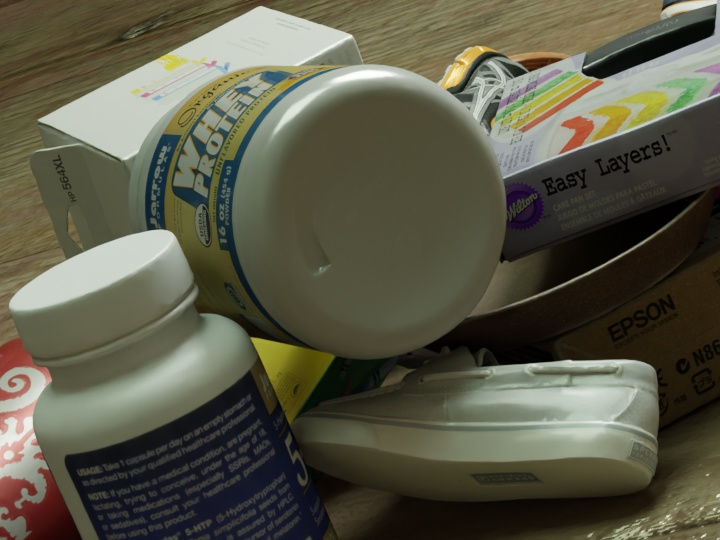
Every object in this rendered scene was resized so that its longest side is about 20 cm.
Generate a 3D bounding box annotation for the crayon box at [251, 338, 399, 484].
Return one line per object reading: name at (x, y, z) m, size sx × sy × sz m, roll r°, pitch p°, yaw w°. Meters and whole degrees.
crayon box at (-0.027, 0.008, 1.675) m, size 0.119 × 0.058 × 0.200 m, roll 28°, pitch 80°, yaw 33°

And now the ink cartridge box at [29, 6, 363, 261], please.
ink cartridge box at (-0.096, -0.059, 1.856) m, size 0.200 × 0.129 × 0.125 m, roll -30°, pitch 27°, yaw -22°

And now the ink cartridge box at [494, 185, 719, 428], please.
ink cartridge box at (0.167, 0.013, 1.601) m, size 0.200 × 0.075 × 0.165 m, roll -28°, pitch 16°, yaw -15°

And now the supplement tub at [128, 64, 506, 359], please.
supplement tub at (-0.029, -0.033, 1.519) m, size 0.145 × 0.145 × 0.200 m, roll -28°, pitch 14°, yaw -21°

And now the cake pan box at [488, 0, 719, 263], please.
cake pan box at (0.160, -0.086, 1.576) m, size 0.184 × 0.052 × 0.200 m, roll -18°, pitch 17°, yaw 16°

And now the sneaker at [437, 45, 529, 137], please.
sneaker at (0.078, -0.087, 1.862) m, size 0.077 × 0.078 × 0.200 m, roll 14°, pitch 22°, yaw 18°

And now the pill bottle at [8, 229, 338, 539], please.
pill bottle at (-0.094, 0.089, 1.473) m, size 0.120 × 0.200 × 0.120 m, roll -21°, pitch 15°, yaw 6°

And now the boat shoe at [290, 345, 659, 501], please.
boat shoe at (0.056, 0.071, 1.484) m, size 0.200 × 0.072 × 0.069 m, roll -5°, pitch 61°, yaw 34°

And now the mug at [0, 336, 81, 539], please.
mug at (-0.196, 0.137, 1.604) m, size 0.177 × 0.134 × 0.200 m, roll -13°, pitch 21°, yaw 40°

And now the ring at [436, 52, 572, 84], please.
ring at (0.070, -0.085, 2.025) m, size 0.200 × 0.019 × 0.200 m, roll -23°, pitch -21°, yaw -9°

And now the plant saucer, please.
plant saucer at (0.102, -0.007, 1.560) m, size 0.200 × 0.035 × 0.200 m, roll -23°, pitch 17°, yaw 7°

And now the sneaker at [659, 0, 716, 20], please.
sneaker at (0.297, -0.168, 2.065) m, size 0.200 × 0.078 × 0.080 m, roll 9°, pitch 76°, yaw 42°

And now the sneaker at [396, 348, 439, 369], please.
sneaker at (0.000, 0.000, 1.751) m, size 0.200 × 0.115 × 0.075 m, roll -4°, pitch -10°, yaw 20°
